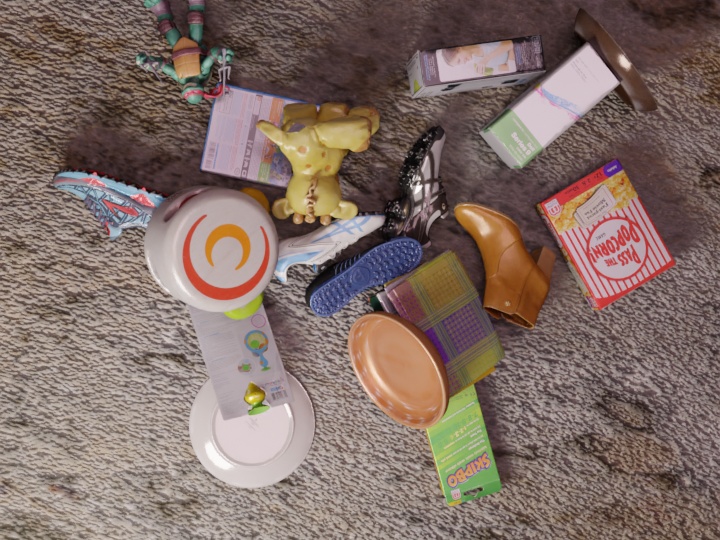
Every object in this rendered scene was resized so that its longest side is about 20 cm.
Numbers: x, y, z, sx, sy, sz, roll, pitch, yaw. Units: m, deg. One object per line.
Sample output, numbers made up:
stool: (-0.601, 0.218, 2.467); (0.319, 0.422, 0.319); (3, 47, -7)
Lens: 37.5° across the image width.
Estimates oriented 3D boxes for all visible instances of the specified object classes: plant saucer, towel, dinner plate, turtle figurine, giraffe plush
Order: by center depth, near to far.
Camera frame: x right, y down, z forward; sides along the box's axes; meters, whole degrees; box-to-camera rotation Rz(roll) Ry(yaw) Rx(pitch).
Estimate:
giraffe plush: (-0.063, -0.158, 1.621); (0.172, 0.200, 0.163); (11, 115, 26)
plant saucer: (0.063, 0.149, 1.630); (0.037, 0.200, 0.201); (-32, 92, -35)
turtle figurine: (-0.271, -0.334, 1.640); (0.149, 0.101, 0.201); (-11, 78, -5)
towel: (0.134, 0.078, 1.650); (0.143, 0.023, 0.201); (-31, 94, -27)
plant saucer: (0.395, -0.324, 1.671); (0.032, 0.200, 0.200); (-39, 93, 10)
dinner plate: (-0.171, 0.244, 1.675); (0.199, 0.024, 0.202); (0, 88, -7)

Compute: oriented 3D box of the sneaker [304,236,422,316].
sneaker: (0.000, 0.000, 1.669); (0.199, 0.078, 0.070); (-28, 110, -6)

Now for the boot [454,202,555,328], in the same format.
boot: (0.216, -0.006, 1.683); (0.201, 0.071, 0.145); (31, 64, -12)

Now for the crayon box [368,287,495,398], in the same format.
crayon box: (0.114, 0.101, 1.684); (0.127, 0.051, 0.201); (-27, 91, -20)

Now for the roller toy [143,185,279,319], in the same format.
roller toy: (-0.228, -0.038, 1.605); (0.182, 0.140, 0.201); (12, 91, -29)

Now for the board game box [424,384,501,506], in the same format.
board game box: (0.157, 0.270, 1.708); (0.095, 0.030, 0.201); (-15, 87, -6)

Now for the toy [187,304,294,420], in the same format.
toy: (-0.188, 0.134, 1.651); (0.115, 0.047, 0.201); (-13, 64, -18)

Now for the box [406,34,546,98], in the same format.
box: (0.181, -0.323, 1.684); (0.199, 0.117, 0.061); (-8, 92, -8)

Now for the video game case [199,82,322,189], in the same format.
video game case: (-0.145, -0.209, 1.693); (0.199, 0.018, 0.144); (11, 87, -6)

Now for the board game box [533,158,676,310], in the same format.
board game box: (0.399, -0.058, 1.733); (0.151, 0.046, 0.201); (-31, 92, -6)

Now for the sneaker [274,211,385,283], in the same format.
sneaker: (-0.050, -0.041, 1.672); (0.199, 0.072, 0.073); (-23, 92, -4)

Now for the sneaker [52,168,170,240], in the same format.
sneaker: (-0.383, -0.096, 1.633); (0.199, 0.079, 0.096); (18, 89, -5)

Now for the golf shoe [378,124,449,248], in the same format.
golf shoe: (0.105, -0.130, 1.697); (0.094, 0.078, 0.201); (22, 93, -16)

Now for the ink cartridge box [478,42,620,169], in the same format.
ink cartridge box: (0.294, -0.254, 1.664); (0.200, 0.145, 0.088); (-42, 93, 3)
